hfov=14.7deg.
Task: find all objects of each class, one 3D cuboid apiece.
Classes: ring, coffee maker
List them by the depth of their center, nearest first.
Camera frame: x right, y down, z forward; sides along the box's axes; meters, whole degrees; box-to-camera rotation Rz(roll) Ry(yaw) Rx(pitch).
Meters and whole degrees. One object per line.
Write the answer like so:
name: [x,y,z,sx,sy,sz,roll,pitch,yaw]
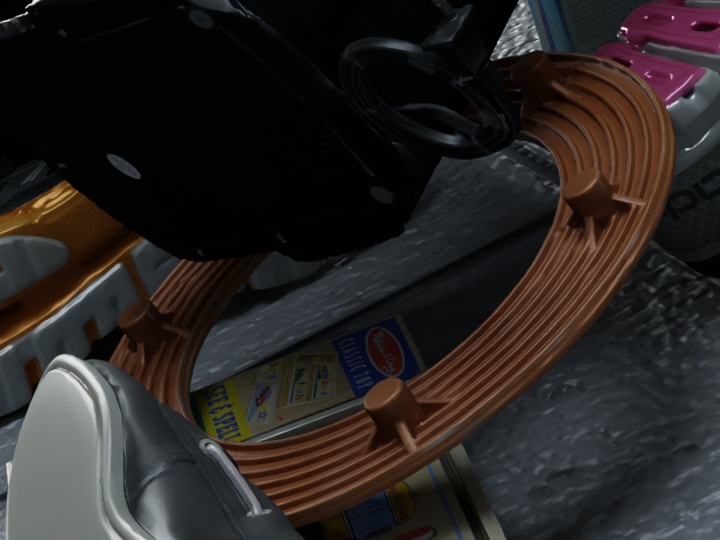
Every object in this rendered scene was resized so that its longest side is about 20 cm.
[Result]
ring: [0.000,0.000,0.811,0.200,0.019,0.200,-29,28,17]
coffee maker: [0.009,-0.111,0.818,0.192,0.135,0.200,10,58,33]

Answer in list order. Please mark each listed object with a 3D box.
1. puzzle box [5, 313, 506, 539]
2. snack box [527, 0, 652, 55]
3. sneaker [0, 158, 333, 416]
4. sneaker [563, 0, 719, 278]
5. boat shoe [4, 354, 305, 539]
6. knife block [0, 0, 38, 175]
puzzle box: [-0.027,0.084,0.773,0.133,0.025,0.200,-20,26,-3]
snack box: [0.151,-0.122,0.945,0.200,0.116,0.037,-25,27,-11]
sneaker: [-0.079,-0.022,0.963,0.200,0.078,0.077,-25,20,-9]
sneaker: [0.145,-0.072,0.879,0.074,0.087,0.200,6,45,50]
boat shoe: [-0.046,0.081,0.710,0.057,0.067,0.200,19,12,-24]
knife block: [-0.185,-0.043,0.995,0.200,0.064,0.176,-21,-2,10]
